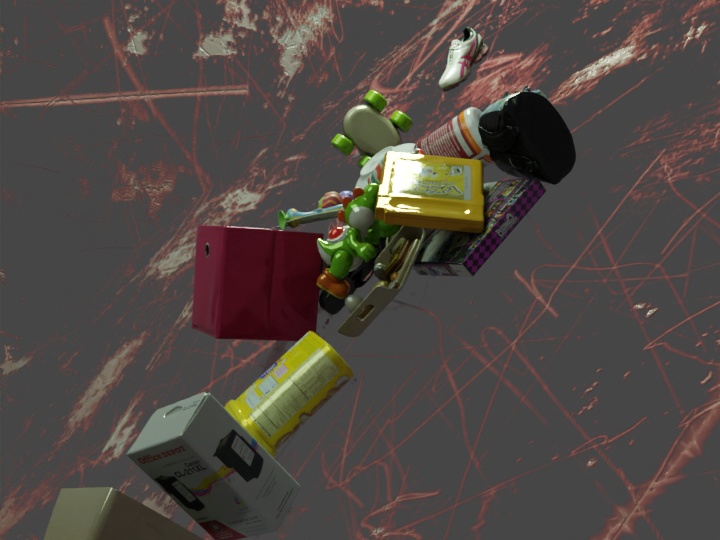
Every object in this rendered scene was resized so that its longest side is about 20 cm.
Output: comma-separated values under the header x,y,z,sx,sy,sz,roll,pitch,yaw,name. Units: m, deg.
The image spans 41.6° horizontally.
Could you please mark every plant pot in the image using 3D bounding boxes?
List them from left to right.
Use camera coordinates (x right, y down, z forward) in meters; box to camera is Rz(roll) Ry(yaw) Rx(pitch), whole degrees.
x,y,z,sx,sy,sz,roll,pitch,yaw,name
-0.345,0.428,1.315,0.199,0.200,0.178,-17,41,51,plant pot

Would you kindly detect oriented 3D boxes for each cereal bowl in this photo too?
x,y,z,sx,sy,sz,roll,pitch,yaw,name
0.060,-0.210,2.079,0.200,0.083,0.200,-36,20,16,cereal bowl

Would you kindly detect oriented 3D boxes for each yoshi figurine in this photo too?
x,y,z,sx,sy,sz,roll,pitch,yaw,name
0.008,-0.046,1.621,0.112,0.112,0.201,30,96,41,yoshi figurine

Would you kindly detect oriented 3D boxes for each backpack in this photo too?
x,y,z,sx,sy,sz,roll,pitch,yaw,name
0.276,-0.230,1.608,0.154,0.164,0.200,-39,10,-19,backpack

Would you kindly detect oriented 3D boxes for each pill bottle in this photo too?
x,y,z,sx,sy,sz,roll,pitch,yaw,name
0.166,-0.218,1.834,0.199,0.113,0.113,-32,21,26,pill bottle

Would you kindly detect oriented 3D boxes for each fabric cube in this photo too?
x,y,z,sx,sy,sz,roll,pitch,yaw,name
-0.197,0.022,1.769,0.196,0.199,0.201,-172,86,-65,fabric cube

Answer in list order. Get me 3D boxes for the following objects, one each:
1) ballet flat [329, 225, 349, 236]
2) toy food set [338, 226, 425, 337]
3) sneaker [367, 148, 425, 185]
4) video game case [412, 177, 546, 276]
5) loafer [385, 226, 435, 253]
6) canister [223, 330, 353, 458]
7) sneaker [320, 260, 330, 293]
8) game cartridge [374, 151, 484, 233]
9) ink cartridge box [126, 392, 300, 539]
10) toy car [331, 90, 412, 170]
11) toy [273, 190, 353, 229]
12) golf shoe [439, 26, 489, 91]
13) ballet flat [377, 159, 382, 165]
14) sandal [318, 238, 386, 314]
x,y,z,sx,sy,sz,roll,pitch,yaw,name
-0.060,-0.047,1.985,0.200,0.063,0.069,-43,19,-3,ballet flat
0.033,0.009,1.614,0.144,0.060,0.200,-50,9,43,toy food set
0.116,-0.170,1.721,0.094,0.198,0.071,121,146,-43,sneaker
0.192,-0.071,1.576,0.200,0.036,0.181,-48,18,-17,video game case
0.111,-0.100,1.682,0.200,0.076,0.068,-49,-13,18,loafer
-0.117,0.198,1.518,0.200,0.087,0.148,-43,19,-8,canister
-0.087,0.009,1.876,0.199,0.088,0.075,-22,28,48,sneaker
0.118,-0.133,1.570,0.175,0.033,0.200,6,33,3,game cartridge
-0.208,0.281,1.332,0.145,0.200,0.083,-24,25,42,ink cartridge box
0.019,-0.335,2.362,0.165,0.157,0.200,-53,8,-3,toy car
-0.060,-0.119,1.759,0.199,0.048,0.115,-16,1,-24,toy
0.248,-0.538,2.421,0.072,0.092,0.200,-13,35,53,golf shoe
0.083,-0.119,1.787,0.073,0.073,0.201,-27,67,36,ballet flat
0.000,0.001,1.768,0.043,0.076,0.201,25,76,37,sandal
